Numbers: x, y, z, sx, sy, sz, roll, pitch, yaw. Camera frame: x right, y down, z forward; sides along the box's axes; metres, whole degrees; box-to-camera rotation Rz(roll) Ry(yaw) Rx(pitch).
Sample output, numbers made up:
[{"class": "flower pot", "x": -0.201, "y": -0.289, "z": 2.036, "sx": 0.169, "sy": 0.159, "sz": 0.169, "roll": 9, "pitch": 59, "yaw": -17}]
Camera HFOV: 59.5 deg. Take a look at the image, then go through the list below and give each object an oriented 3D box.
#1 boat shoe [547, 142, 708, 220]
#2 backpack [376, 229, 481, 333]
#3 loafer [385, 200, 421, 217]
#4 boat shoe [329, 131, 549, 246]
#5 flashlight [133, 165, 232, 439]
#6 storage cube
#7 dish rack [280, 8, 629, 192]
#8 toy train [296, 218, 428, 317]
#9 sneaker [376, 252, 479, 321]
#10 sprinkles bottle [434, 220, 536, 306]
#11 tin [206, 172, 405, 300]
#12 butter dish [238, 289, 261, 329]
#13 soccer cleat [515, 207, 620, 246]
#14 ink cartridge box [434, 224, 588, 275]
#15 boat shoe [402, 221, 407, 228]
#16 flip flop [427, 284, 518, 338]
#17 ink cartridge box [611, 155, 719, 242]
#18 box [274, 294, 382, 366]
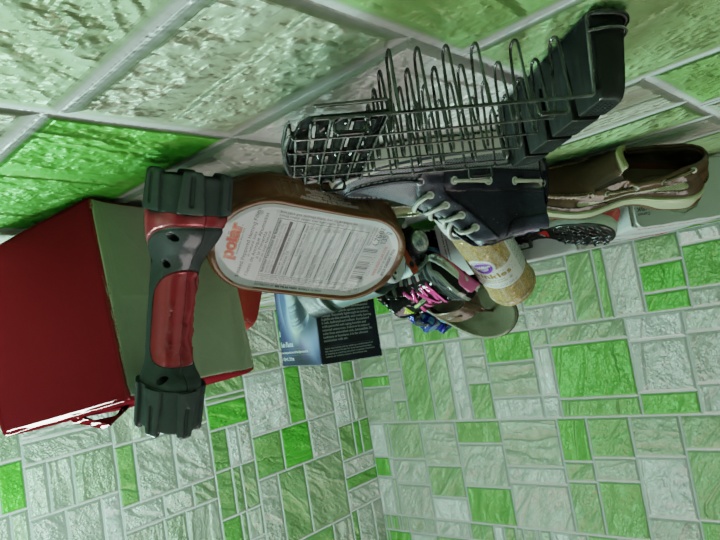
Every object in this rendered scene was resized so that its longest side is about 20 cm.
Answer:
[{"class": "boat shoe", "x": 0.276, "y": -0.109, "z": 0.695, "sx": 0.199, "sy": 0.075, "sz": 0.075, "roll": -6, "pitch": 145, "yaw": 7}, {"class": "backpack", "x": 0.152, "y": 0.036, "z": 1.054, "sx": 0.199, "sy": 0.136, "sz": 0.182, "roll": 30, "pitch": -163, "yaw": 13}, {"class": "loafer", "x": -0.024, "y": -0.050, "z": 0.658, "sx": 0.197, "sy": 0.069, "sz": 0.076, "roll": -9, "pitch": 176, "yaw": -4}, {"class": "boat shoe", "x": 0.074, "y": -0.064, "z": 0.555, "sx": 0.197, "sy": 0.094, "sz": 0.075, "roll": -10, "pitch": 175, "yaw": -3}, {"class": "flashlight", "x": -0.137, "y": 0.025, "z": 0.480, "sx": 0.067, "sy": 0.203, "sz": 0.068, "roll": 6, "pitch": -173, "yaw": 5}, {"class": "storage cube", "x": -0.238, "y": 0.047, "z": 0.625, "sx": 0.178, "sy": 0.203, "sz": 0.170, "roll": -19, "pitch": 171, "yaw": 28}, {"class": "dish rack", "x": 0.048, "y": -0.095, "z": 0.394, "sx": 0.197, "sy": 0.055, "sz": 0.153, "roll": -7, "pitch": 174, "yaw": -7}, {"class": "toy train", "x": 0.000, "y": 0.000, "z": 0.811, "sx": 0.199, "sy": 0.086, "sz": 0.114, "roll": -18, "pitch": -159, "yaw": 50}, {"class": "sneaker", "x": 0.083, "y": 0.029, "z": 0.846, "sx": 0.074, "sy": 0.088, "sz": 0.199, "roll": 37, "pitch": 168, "yaw": -24}, {"class": "sprinkles bottle", "x": 0.154, "y": -0.030, "z": 0.761, "sx": 0.068, "sy": 0.069, "sz": 0.200, "roll": -12, "pitch": 145, "yaw": 27}, {"class": "tin", "x": -0.048, "y": -0.027, "z": 0.589, "sx": 0.198, "sy": 0.042, "sz": 0.113, "roll": 7, "pitch": 123, "yaw": -27}, {"class": "butter dish", "x": -0.214, "y": 0.050, "z": 0.858, "sx": 0.197, "sy": 0.150, "sz": 0.200, "roll": 1, "pitch": 176, "yaw": 0}, {"class": "soccer cleat", "x": 0.220, "y": -0.076, "z": 0.787, "sx": 0.198, "sy": 0.074, "sz": 0.068, "roll": 5, "pitch": 158, "yaw": 34}, {"class": "ink cartridge box", "x": 0.231, "y": -0.058, "z": 0.908, "sx": 0.198, "sy": 0.085, "sz": 0.145, "roll": -14, "pitch": -177, "yaw": 36}, {"class": "boat shoe", "x": 0.032, "y": -0.033, "z": 0.971, "sx": 0.071, "sy": 0.069, "sz": 0.200, "roll": -9, "pitch": 175, "yaw": -11}, {"class": "flip flop", "x": 0.136, "y": 0.042, "z": 0.935, "sx": 0.198, "sy": 0.082, "sz": 0.058, "roll": 27, "pitch": -169, "yaw": 10}, {"class": "ink cartridge box", "x": 0.424, "y": -0.097, "z": 0.937, "sx": 0.142, "sy": 0.085, "sz": 0.200, "roll": -9, "pitch": 176, "yaw": -2}, {"class": "box", "x": -0.069, "y": 0.064, "z": 1.123, "sx": 0.122, "sy": 0.201, "sz": 0.200, "roll": -5, "pitch": 173, "yaw": -27}]
